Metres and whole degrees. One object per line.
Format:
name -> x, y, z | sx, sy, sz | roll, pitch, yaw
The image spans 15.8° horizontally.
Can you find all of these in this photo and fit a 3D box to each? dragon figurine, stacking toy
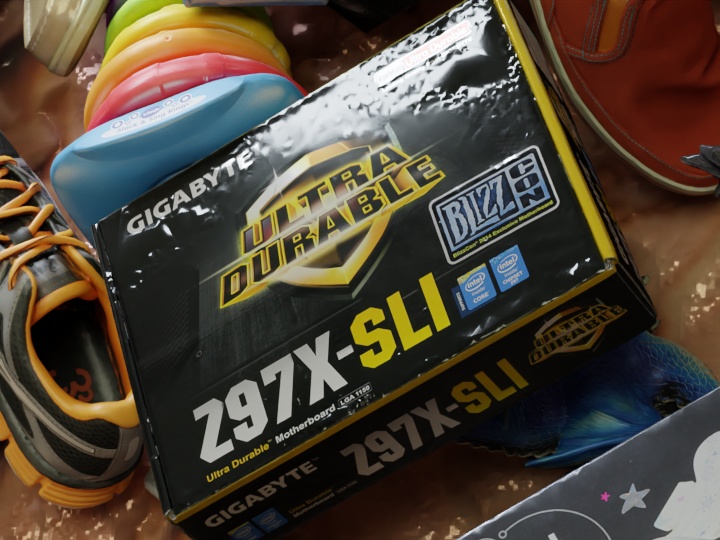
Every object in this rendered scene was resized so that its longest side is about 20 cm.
dragon figurine -> 0.089, 0.066, 1.027 | 0.199, 0.059, 0.100 | -21, 51, -1
stacking toy -> -0.075, -0.097, 1.159 | 0.116, 0.110, 0.200 | -20, 47, 12

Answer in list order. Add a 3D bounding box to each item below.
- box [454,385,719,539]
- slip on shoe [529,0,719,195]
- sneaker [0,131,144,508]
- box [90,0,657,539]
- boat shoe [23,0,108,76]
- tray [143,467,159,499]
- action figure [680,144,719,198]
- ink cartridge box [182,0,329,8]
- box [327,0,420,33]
box -> 0.150, 0.119, 0.941 | 0.200, 0.132, 0.115 | -30, 55, 1
slip on shoe -> 0.111, -0.111, 1.044 | 0.074, 0.200, 0.061 | -41, 29, -23
sneaker -> -0.143, 0.000, 1.092 | 0.078, 0.077, 0.200 | -30, 83, -30
box -> 0.000, 0.000, 1.017 | 0.200, 0.049, 0.160 | -30, 50, 13
boat shoe -> -0.146, -0.173, 1.207 | 0.065, 0.072, 0.201 | 17, 48, -22
tray -> 0.000, 0.036, 1.077 | 0.200, 0.022, 0.107 | -45, 24, -8
action figure -> 0.203, -0.046, 1.032 | 0.118, 0.102, 0.200 | 18, 55, 23
ink cartridge box -> -0.060, -0.216, 1.155 | 0.068, 0.115, 0.200 | -3, 36, -12
box -> 0.062, -0.207, 1.132 | 0.043, 0.160, 0.200 | 36, 76, -11
